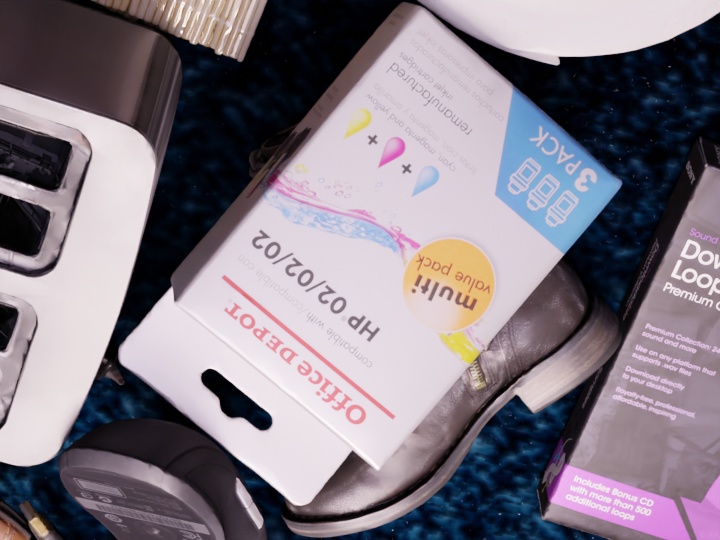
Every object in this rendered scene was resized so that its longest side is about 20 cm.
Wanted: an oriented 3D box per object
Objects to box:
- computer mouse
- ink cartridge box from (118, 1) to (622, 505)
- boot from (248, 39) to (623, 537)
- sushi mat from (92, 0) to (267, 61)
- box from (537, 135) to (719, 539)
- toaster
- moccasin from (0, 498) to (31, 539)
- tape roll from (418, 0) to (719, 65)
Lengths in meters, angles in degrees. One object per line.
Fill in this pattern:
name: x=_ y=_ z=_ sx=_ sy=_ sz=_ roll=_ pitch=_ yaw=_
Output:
computer mouse: x=-0.101 y=0.107 z=1.087 sx=0.140 sy=0.046 sz=0.200 roll=8 pitch=154 yaw=26
ink cartridge box: x=0.000 y=0.000 z=0.999 sx=0.115 sy=0.068 sz=0.200 roll=39 pitch=93 yaw=-10
boot: x=0.006 y=0.009 z=1.077 sx=0.200 sy=0.069 sz=0.174 roll=-36 pitch=111 yaw=6
sushi mat: x=-0.060 y=-0.190 z=1.002 sx=0.095 sy=0.012 sz=0.201 roll=19 pitch=115 yaw=-10
box: x=0.185 y=0.050 z=1.111 sx=0.142 sy=0.036 sz=0.201 roll=17 pitch=114 yaw=-9
toaster: x=-0.175 y=-0.028 z=1.025 sx=0.199 sy=0.119 sz=0.181 roll=18 pitch=116 yaw=-9
moccasin: x=-0.247 y=0.084 z=1.095 sx=0.201 sy=0.074 sz=0.078 roll=45 pitch=79 yaw=-15
tape roll: x=0.088 y=-0.190 z=0.964 sx=0.202 sy=0.071 sz=0.203 roll=-2 pitch=117 yaw=-4
